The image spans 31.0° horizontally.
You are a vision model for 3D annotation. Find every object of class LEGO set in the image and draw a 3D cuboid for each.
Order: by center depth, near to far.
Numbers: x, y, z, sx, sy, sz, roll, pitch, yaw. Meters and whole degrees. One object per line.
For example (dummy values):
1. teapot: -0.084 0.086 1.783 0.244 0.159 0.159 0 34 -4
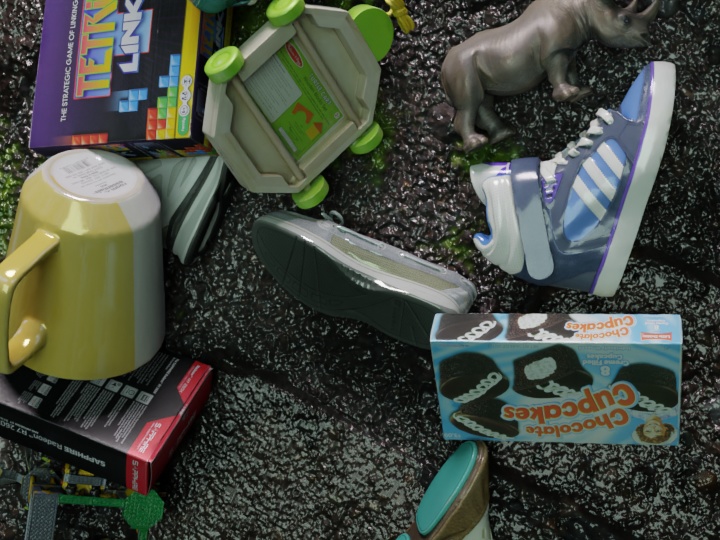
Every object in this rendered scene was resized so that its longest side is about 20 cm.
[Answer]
1. LEGO set: -0.256 0.258 1.175 0.152 0.116 0.203 0 98 -17

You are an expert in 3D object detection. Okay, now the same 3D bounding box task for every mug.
1. mug: -0.227 -0.004 1.075 0.147 0.187 0.155 6 123 -12

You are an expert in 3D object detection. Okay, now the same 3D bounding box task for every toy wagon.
1. toy wagon: -0.037 -0.155 1.078 0.200 0.156 0.039 -45 38 -13

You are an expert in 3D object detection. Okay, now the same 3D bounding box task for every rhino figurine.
1. rhino figurine: 0.156 -0.179 1.068 0.198 0.060 0.088 -27 85 10

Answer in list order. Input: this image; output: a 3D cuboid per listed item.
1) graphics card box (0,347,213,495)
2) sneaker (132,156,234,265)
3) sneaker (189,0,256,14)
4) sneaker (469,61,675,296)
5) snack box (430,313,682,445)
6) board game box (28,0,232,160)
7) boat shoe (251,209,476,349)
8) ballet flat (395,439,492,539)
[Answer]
1. graphics card box: -0.244 0.106 1.137 0.198 0.126 0.051 20 133 9
2. sneaker: -0.153 -0.118 1.131 0.114 0.076 0.202 29 101 8
3. sneaker: -0.053 -0.257 1.062 0.080 0.071 0.200 48 61 -4
4. sneaker: 0.164 -0.087 1.060 0.145 0.081 0.203 17 102 7
5. snack box: 0.161 0.090 1.062 0.197 0.037 0.117 0 130 12
6. board game box: -0.193 -0.197 1.108 0.163 0.057 0.203 -2 78 23
7. boat shoe: 0.001 -0.001 1.114 0.200 0.065 0.075 22 135 14
8. ballet flat: 0.067 0.237 1.112 0.072 0.068 0.201 33 100 -13
